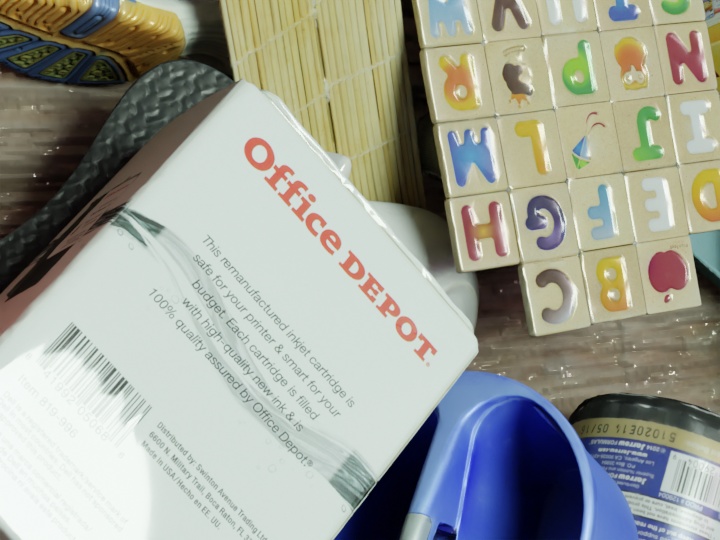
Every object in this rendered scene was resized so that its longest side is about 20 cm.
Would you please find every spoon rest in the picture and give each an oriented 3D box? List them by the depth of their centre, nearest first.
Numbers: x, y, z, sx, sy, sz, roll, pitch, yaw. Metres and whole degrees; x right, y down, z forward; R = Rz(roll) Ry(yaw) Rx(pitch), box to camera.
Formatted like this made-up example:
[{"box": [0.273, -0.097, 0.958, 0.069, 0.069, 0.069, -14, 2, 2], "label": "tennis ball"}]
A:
[{"box": [0.000, 0.000, 1.019, 0.100, 0.060, 0.200, -60, 150, -12], "label": "spoon rest"}]

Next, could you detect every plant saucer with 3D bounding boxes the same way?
[{"box": [0.170, -0.038, 1.159, 0.200, 0.019, 0.070, 32, 63, -60], "label": "plant saucer"}]

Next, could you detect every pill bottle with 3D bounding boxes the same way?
[{"box": [0.128, 0.170, 1.090, 0.112, 0.112, 0.201, 32, 66, -31], "label": "pill bottle"}]

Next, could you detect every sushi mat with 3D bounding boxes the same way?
[{"box": [-0.015, -0.078, 1.003, 0.096, 0.012, 0.201, -30, 132, -26], "label": "sushi mat"}]

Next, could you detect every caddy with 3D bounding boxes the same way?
[{"box": [0.039, 0.145, 0.991, 0.105, 0.141, 0.201, 41, 55, -54], "label": "caddy"}]

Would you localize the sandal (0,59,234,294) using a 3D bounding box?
[{"box": [-0.113, 0.002, 0.937, 0.075, 0.048, 0.201, 38, 71, 8], "label": "sandal"}]

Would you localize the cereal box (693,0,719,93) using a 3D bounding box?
[{"box": [0.210, -0.188, 1.145, 0.040, 0.144, 0.201, 39, 45, -38], "label": "cereal box"}]

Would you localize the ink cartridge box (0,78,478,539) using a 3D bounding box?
[{"box": [-0.070, 0.049, 0.856, 0.147, 0.083, 0.200, 50, 58, -14], "label": "ink cartridge box"}]

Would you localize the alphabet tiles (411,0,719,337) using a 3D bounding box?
[{"box": [0.101, -0.075, 1.046, 0.166, 0.006, 0.201, -8, 88, -33], "label": "alphabet tiles"}]

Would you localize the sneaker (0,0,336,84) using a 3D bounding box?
[{"box": [-0.091, -0.129, 0.988, 0.200, 0.075, 0.089, 3, 75, -47], "label": "sneaker"}]

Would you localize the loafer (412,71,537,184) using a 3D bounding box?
[{"box": [0.093, -0.064, 1.121, 0.200, 0.069, 0.076, 8, 81, -54], "label": "loafer"}]
